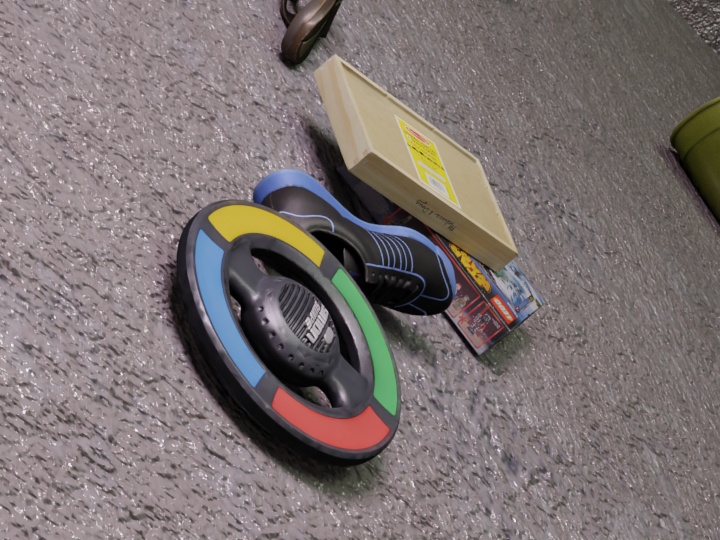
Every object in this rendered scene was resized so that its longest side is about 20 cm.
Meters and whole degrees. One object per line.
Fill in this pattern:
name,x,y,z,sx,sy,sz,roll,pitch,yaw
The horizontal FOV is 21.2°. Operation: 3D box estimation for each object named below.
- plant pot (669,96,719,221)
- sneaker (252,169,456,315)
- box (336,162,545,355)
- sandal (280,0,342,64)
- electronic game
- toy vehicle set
plant pot,0.562,-0.133,2.715,0.200,0.199,0.195,16,52,-57
sneaker,0.000,0.000,1.438,0.199,0.070,0.078,27,33,-35
box,0.072,-0.028,1.670,0.201,0.040,0.137,53,20,4
sandal,-0.048,-0.245,1.759,0.054,0.082,0.200,27,29,0
electronic game,-0.045,0.039,1.277,0.199,0.041,0.201,38,31,-28
toy vehicle set,0.048,-0.089,1.627,0.199,0.026,0.125,33,27,-39
